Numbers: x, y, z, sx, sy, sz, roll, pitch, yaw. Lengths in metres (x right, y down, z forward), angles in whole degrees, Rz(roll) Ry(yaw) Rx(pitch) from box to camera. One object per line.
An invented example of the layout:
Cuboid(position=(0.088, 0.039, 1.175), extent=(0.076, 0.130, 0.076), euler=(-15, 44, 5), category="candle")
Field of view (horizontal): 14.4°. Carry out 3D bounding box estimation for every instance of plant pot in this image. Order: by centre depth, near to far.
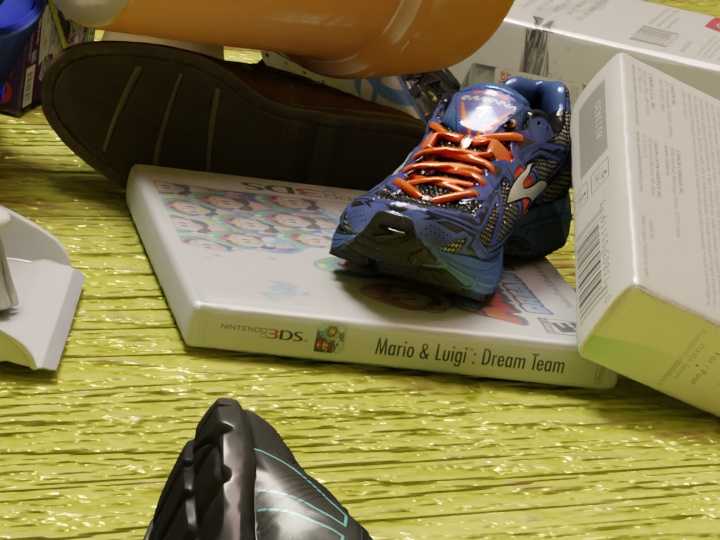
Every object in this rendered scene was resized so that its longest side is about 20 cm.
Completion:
Cuboid(position=(-0.050, -0.182, 1.305), extent=(0.183, 0.200, 0.200), euler=(-10, 25, -35), category="plant pot")

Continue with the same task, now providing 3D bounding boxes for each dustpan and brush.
Cuboid(position=(-0.207, -0.022, 1.106), extent=(0.200, 0.057, 0.140), euler=(10, 16, -3), category="dustpan and brush")

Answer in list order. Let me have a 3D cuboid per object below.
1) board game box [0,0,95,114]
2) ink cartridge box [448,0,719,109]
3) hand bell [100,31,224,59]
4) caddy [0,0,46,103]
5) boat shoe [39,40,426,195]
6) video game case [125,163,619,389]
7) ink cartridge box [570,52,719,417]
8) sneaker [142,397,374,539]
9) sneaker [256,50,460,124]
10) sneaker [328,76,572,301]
Cuboid(position=(-0.153, -0.189, 1.455), extent=(0.032, 0.200, 0.120), euler=(14, 16, 14), category="board game box")
Cuboid(position=(0.116, -0.104, 1.551), extent=(0.200, 0.085, 0.146), euler=(16, 17, 12), category="ink cartridge box")
Cuboid(position=(-0.091, -0.173, 1.441), extent=(0.104, 0.200, 0.104), euler=(9, 16, -3), category="hand bell")
Cuboid(position=(-0.245, -0.121, 1.316), extent=(0.200, 0.105, 0.142), euler=(-3, 56, -41), category="caddy")
Cuboid(position=(-0.058, -0.063, 1.344), extent=(0.200, 0.072, 0.068), euler=(17, 10, -16), category="boat shoe")
Cuboid(position=(0.000, 0.000, 1.231), extent=(0.182, 0.024, 0.200), euler=(7, 17, -14), category="video game case")
Cuboid(position=(0.184, 0.007, 1.215), extent=(0.200, 0.050, 0.161), euler=(26, 36, -18), category="ink cartridge box")
Cuboid(position=(-0.018, 0.105, 0.814), extent=(0.079, 0.075, 0.200), euler=(20, 19, -18), category="sneaker")
Cuboid(position=(-0.008, -0.103, 1.463), extent=(0.072, 0.073, 0.200), euler=(29, 13, -49), category="sneaker")
Cuboid(position=(0.042, -0.041, 1.213), extent=(0.075, 0.079, 0.200), euler=(14, 16, 15), category="sneaker")
